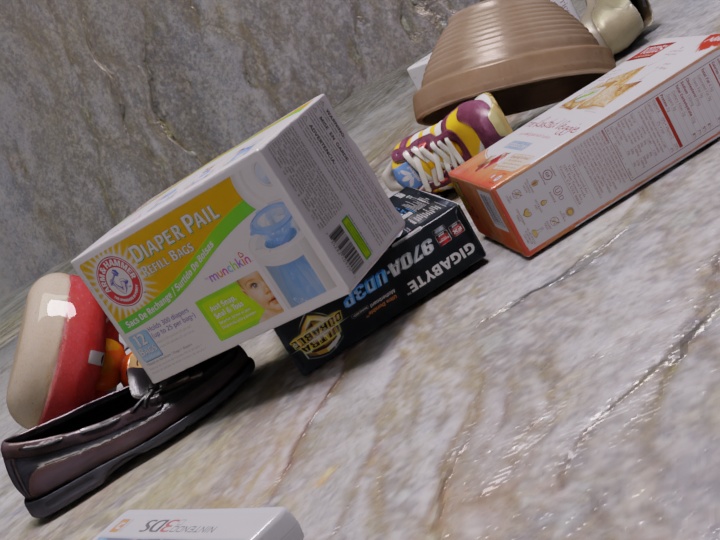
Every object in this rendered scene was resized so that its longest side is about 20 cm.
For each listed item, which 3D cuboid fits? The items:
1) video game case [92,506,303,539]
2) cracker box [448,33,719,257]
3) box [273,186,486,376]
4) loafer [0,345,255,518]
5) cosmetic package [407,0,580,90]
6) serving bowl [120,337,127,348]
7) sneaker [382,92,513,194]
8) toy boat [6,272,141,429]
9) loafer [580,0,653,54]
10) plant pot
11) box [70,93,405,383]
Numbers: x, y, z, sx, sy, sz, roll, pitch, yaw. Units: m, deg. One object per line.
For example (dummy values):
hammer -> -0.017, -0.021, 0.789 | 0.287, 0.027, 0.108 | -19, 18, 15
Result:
video game case -> -0.143, 0.183, 0.578 | 0.200, 0.023, 0.181 | -40, 14, -35
cracker box -> 0.170, -0.093, 0.848 | 0.198, 0.058, 0.134 | -32, 12, -3
box -> 0.000, 0.000, 0.924 | 0.158, 0.046, 0.200 | -33, 11, -4
loafer -> -0.173, 0.104, 0.890 | 0.199, 0.064, 0.072 | -34, 12, -11
cosmetic package -> 0.166, -0.247, 1.409 | 0.199, 0.102, 0.071 | -35, 12, -14
serving bowl -> -0.326, 0.068, 1.451 | 0.198, 0.066, 0.200 | -29, 12, 7
sneaker -> 0.079, -0.103, 1.102 | 0.089, 0.076, 0.200 | -31, 2, -12
toy boat -> -0.212, 0.079, 0.995 | 0.128, 0.133, 0.200 | 9, -9, 0
loafer -> 0.294, -0.292, 1.350 | 0.068, 0.076, 0.201 | -24, 23, 26
plant pot -> 0.141, -0.209, 1.158 | 0.197, 0.094, 0.201 | -12, -1, 0
box -> -0.088, -0.019, 0.838 | 0.198, 0.113, 0.101 | -26, 14, 35
